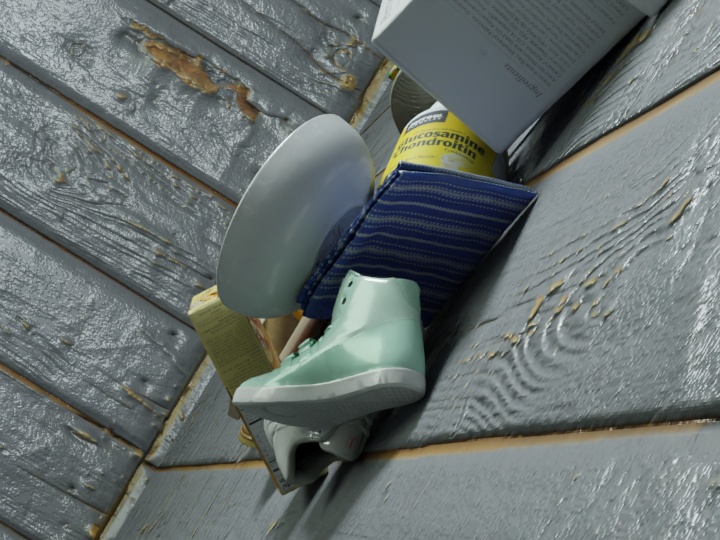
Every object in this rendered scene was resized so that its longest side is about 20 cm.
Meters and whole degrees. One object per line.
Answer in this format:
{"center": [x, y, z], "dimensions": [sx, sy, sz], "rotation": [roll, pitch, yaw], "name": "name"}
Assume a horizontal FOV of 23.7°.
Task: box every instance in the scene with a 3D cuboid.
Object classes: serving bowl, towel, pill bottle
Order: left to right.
{"center": [-0.045, -0.037, 1.549], "dimensions": [0.200, 0.066, 0.201], "rotation": [-49, -21, -26], "name": "serving bowl"}
{"center": [0.047, -0.015, 1.501], "dimensions": [0.200, 0.144, 0.024], "rotation": [-52, 41, 40], "name": "towel"}
{"center": [0.080, -0.086, 1.624], "dimensions": [0.112, 0.112, 0.201], "rotation": [-53, 8, 35], "name": "pill bottle"}

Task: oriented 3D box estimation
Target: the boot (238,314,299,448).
{"center": [-0.093, 0.091, 1.956], "dimensions": [0.175, 0.065, 0.202], "rotation": [-86, 3, -78], "name": "boot"}

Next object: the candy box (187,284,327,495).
{"center": [-0.100, 0.110, 1.687], "dimensions": [0.055, 0.201, 0.115], "rotation": [-27, 8, 1], "name": "candy box"}

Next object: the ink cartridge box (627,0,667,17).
{"center": [0.276, -0.326, 1.460], "dimensions": [0.115, 0.068, 0.201], "rotation": [-50, 11, 50], "name": "ink cartridge box"}

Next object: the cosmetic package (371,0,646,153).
{"center": [0.139, -0.253, 1.566], "dimensions": [0.200, 0.165, 0.165], "rotation": [-43, 16, 26], "name": "cosmetic package"}

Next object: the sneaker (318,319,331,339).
{"center": [0.007, 0.049, 1.710], "dimensions": [0.201, 0.074, 0.081], "rotation": [-58, 5, -10], "name": "sneaker"}

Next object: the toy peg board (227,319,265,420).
{"center": [-0.083, 0.086, 2.255], "dimensions": [0.200, 0.097, 0.201], "rotation": [104, -168, -55], "name": "toy peg board"}

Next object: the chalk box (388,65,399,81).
{"center": [0.141, -0.297, 2.118], "dimensions": [0.201, 0.124, 0.124], "rotation": [-59, 6, -1], "name": "chalk box"}

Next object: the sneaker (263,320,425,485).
{"center": [-0.006, 0.122, 1.542], "dimensions": [0.200, 0.078, 0.100], "rotation": [-49, 32, 25], "name": "sneaker"}

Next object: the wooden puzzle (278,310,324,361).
{"center": [0.000, 0.000, 1.781], "dimensions": [0.200, 0.046, 0.186], "rotation": [-27, -25, -51], "name": "wooden puzzle"}

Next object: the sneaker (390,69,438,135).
{"center": [0.093, -0.172, 1.782], "dimensions": [0.107, 0.074, 0.201], "rotation": [-57, -29, -27], "name": "sneaker"}

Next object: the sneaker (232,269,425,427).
{"center": [-0.024, 0.066, 1.486], "dimensions": [0.199, 0.074, 0.119], "rotation": [-14, 61, 35], "name": "sneaker"}
